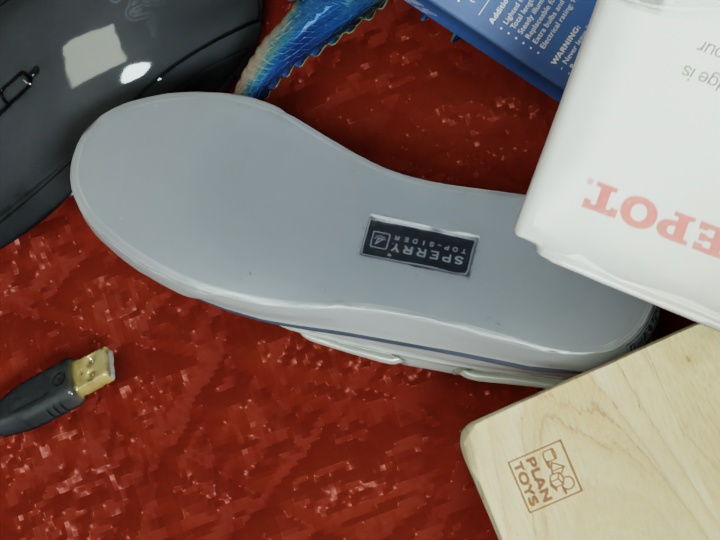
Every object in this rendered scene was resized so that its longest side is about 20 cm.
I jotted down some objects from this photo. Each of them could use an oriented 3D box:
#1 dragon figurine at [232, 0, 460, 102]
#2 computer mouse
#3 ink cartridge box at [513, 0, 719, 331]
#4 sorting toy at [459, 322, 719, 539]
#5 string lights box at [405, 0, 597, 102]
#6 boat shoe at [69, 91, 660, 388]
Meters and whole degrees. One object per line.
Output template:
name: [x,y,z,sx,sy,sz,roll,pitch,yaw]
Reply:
dragon figurine: [0.018,-0.112,0.938,0.099,0.059,0.201,19,92,15]
computer mouse: [-0.110,-0.028,0.976,0.200,0.046,0.141,-30,80,12]
ink cartridge box: [0.149,-0.075,0.802,0.145,0.084,0.201,22,98,15]
sorting toy: [0.163,0.102,0.886,0.198,0.070,0.200,-25,83,11]
string lights box: [0.058,-0.116,0.876,0.200,0.059,0.103,32,92,-17]
boat shoe: [0.000,0.000,0.936,0.199,0.065,0.074,20,69,13]
